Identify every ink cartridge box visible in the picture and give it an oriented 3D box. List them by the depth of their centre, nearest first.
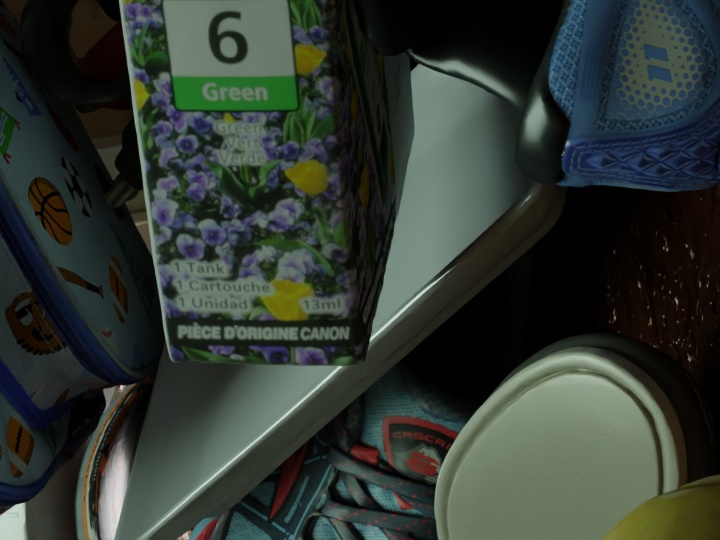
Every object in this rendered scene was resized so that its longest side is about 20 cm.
[{"bbox_3d":[-0.022,-0.089,0.612,0.109,0.050,0.200,-77,-14,-55],"label":"ink cartridge box"}]

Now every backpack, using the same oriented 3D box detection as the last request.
[{"bbox_3d":[-0.148,0.005,0.809,0.200,0.154,0.191,56,-164,-6],"label":"backpack"}]

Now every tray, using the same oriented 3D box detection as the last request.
[{"bbox_3d":[0.000,0.000,0.721,0.200,0.022,0.107,-42,26,40],"label":"tray"}]

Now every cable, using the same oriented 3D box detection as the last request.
[{"bbox_3d":[-0.029,-0.079,0.766,0.097,0.050,0.200,51,131,5],"label":"cable"}]

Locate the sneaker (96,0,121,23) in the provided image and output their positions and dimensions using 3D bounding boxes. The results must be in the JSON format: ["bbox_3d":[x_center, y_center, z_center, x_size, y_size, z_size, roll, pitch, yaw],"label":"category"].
[{"bbox_3d":[-0.014,-0.065,0.864,0.076,0.091,0.200,11,138,37],"label":"sneaker"}]

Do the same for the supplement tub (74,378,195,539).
[{"bbox_3d":[-0.028,0.078,0.908,0.200,0.122,0.123,151,108,-75],"label":"supplement tub"}]

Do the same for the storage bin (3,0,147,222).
[{"bbox_3d":[-0.125,-0.106,1.006,0.199,0.200,0.094,-113,18,-44],"label":"storage bin"}]

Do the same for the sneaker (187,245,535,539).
[{"bbox_3d":[0.000,0.059,0.752,0.096,0.079,0.200,134,153,-65],"label":"sneaker"}]

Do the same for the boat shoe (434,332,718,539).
[{"bbox_3d":[0.057,0.075,0.694,0.067,0.057,0.200,35,142,20],"label":"boat shoe"}]

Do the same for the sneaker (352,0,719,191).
[{"bbox_3d":[0.037,-0.093,0.582,0.200,0.089,0.079,-110,17,-44],"label":"sneaker"}]

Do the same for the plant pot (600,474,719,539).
[{"bbox_3d":[0.088,0.131,0.345,0.196,0.194,0.200,117,150,-69],"label":"plant pot"}]

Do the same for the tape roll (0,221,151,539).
[{"bbox_3d":[-0.085,0.080,1.057,0.203,0.037,0.203,8,-100,-59],"label":"tape roll"}]
